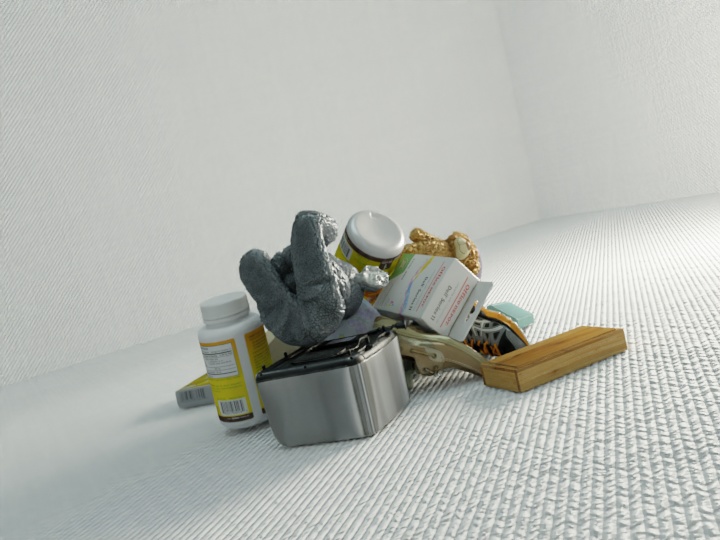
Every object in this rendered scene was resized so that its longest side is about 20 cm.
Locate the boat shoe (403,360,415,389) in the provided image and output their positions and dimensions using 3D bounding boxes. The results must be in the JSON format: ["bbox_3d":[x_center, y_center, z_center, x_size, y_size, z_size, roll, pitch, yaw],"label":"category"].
[{"bbox_3d":[0.069,0.156,1.346,0.060,0.074,0.201,2,21,9],"label":"boat shoe"}]

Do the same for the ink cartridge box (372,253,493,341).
[{"bbox_3d":[0.116,0.041,1.309,0.119,0.067,0.198,-59,27,-13],"label":"ink cartridge box"}]

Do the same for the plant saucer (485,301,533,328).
[{"bbox_3d":[0.275,0.079,1.457,0.069,0.019,0.199,27,10,18],"label":"plant saucer"}]

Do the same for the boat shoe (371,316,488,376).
[{"bbox_3d":[0.105,0.135,1.254,0.195,0.066,0.071,18,-16,15],"label":"boat shoe"}]

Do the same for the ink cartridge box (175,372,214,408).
[{"bbox_3d":[-0.253,0.224,1.662,0.193,0.048,0.200,-14,7,17],"label":"ink cartridge box"}]

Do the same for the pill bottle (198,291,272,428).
[{"bbox_3d":[-0.201,0.144,1.307,0.106,0.206,0.109,-12,10,2],"label":"pill bottle"}]

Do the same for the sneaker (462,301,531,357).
[{"bbox_3d":[0.200,0.105,1.295,0.078,0.079,0.198,-48,45,-13],"label":"sneaker"}]

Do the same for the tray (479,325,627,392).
[{"bbox_3d":[0.284,0.126,1.176,0.196,0.038,0.098,-18,5,-23],"label":"tray"}]

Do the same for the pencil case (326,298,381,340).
[{"bbox_3d":[-0.044,0.135,1.345,0.090,0.084,0.200,34,69,30],"label":"pencil case"}]

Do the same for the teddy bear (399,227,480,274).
[{"bbox_3d":[0.133,-0.023,1.489,0.194,0.068,0.147,1,45,-5],"label":"teddy bear"}]

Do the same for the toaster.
[{"bbox_3d":[-0.027,0.164,1.175,0.195,0.122,0.180,-13,5,24],"label":"toaster"}]

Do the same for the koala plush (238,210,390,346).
[{"bbox_3d":[-0.059,0.032,1.262,0.175,0.187,0.199,-31,-20,23],"label":"koala plush"}]

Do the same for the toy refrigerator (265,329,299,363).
[{"bbox_3d":[-0.148,0.150,1.451,0.201,0.076,0.069,-50,20,-21],"label":"toy refrigerator"}]

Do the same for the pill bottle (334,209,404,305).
[{"bbox_3d":[0.000,0.000,1.423,0.108,0.110,0.202,-17,-34,-37],"label":"pill bottle"}]

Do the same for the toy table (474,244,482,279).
[{"bbox_3d":[0.172,0.046,1.612,0.179,0.204,0.118,18,24,-2],"label":"toy table"}]
